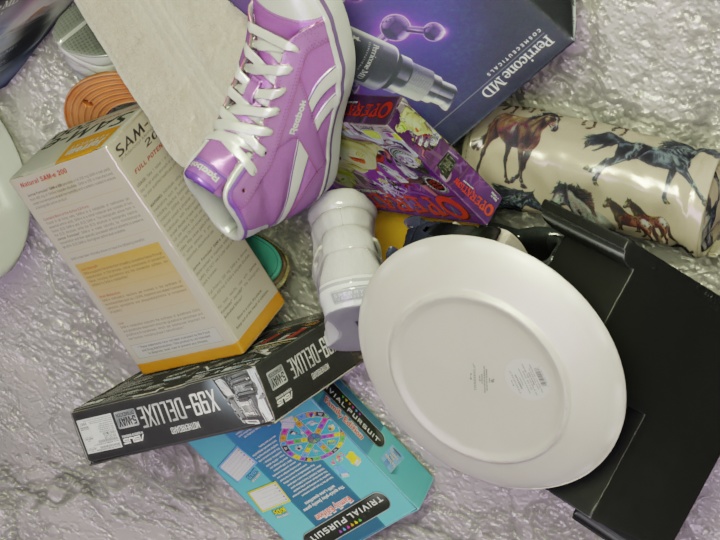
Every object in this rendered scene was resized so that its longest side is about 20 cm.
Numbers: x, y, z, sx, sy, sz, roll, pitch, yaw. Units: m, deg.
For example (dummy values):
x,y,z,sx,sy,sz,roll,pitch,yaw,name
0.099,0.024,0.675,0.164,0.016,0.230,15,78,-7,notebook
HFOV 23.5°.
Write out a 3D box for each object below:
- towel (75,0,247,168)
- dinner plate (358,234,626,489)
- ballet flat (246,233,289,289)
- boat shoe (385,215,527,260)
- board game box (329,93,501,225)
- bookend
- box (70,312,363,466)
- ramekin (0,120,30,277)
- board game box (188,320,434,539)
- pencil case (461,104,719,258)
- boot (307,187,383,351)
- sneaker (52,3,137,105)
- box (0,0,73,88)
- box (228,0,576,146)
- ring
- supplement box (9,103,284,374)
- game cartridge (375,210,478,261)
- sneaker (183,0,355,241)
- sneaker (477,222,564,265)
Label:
x,y,z,sx,sy,sz,roll,pitch,yaw,name
-0.124,-0.175,1.249,0.132,0.034,0.201,-42,72,30,towel
0.083,0.069,1.165,0.199,0.024,0.202,16,127,22,dinner plate
-0.146,-0.003,1.480,0.198,0.071,0.071,8,126,19,ballet flat
0.093,0.028,1.262,0.092,0.075,0.200,15,152,37,boat shoe
-0.004,-0.084,1.242,0.120,0.032,0.199,36,163,-36,board game box
0.173,0.086,1.230,0.198,0.201,0.092,26,-177,-40,bookend
-0.113,0.092,1.406,0.199,0.157,0.050,-16,98,33,box
-0.367,-0.066,1.453,0.097,0.201,0.201,-16,115,24,ramekin
-0.055,0.160,1.555,0.200,0.047,0.151,47,128,-11,board game box
0.174,-0.064,1.270,0.198,0.078,0.090,14,139,17,pencil case
0.000,0.000,1.304,0.073,0.096,0.200,-7,166,-1,boot
-0.140,-0.162,1.368,0.198,0.071,0.080,12,150,13,sneaker
-0.321,-0.207,1.315,0.123,0.200,0.198,49,129,0,box
0.030,-0.199,1.187,0.199,0.105,0.148,36,124,-21,box
-0.142,-0.101,1.384,0.199,0.019,0.201,16,152,9,ring
-0.167,-0.024,1.369,0.125,0.074,0.201,-12,118,41,supplement box
0.034,0.002,1.366,0.176,0.032,0.201,29,136,43,game cartridge
-0.064,-0.104,1.124,0.072,0.114,0.202,29,137,31,sneaker
0.160,0.026,1.324,0.199,0.078,0.140,24,143,8,sneaker
